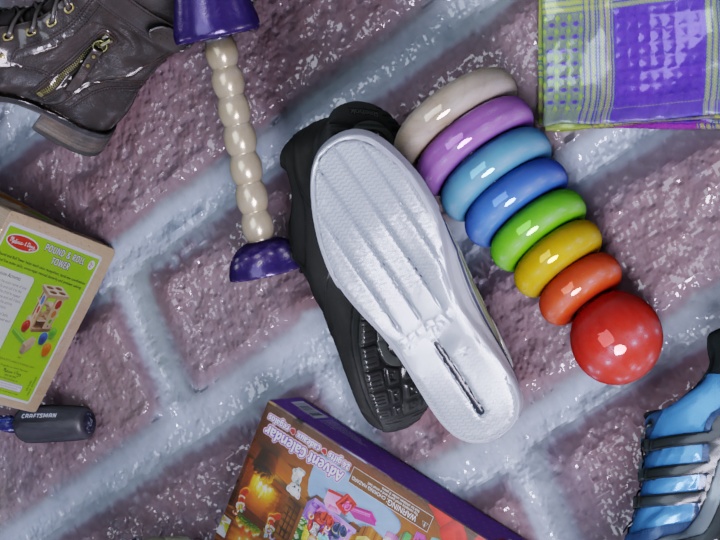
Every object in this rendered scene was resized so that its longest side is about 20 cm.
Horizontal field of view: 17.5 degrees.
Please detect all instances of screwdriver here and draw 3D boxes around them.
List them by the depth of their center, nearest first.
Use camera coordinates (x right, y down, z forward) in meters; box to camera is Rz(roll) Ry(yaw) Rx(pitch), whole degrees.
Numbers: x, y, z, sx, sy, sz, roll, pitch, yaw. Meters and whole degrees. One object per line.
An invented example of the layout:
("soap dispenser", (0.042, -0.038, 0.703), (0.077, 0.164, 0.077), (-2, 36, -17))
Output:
("screwdriver", (-0.267, 0.104, 1.625), (0.198, 0.028, 0.029), (2, 91, 31))

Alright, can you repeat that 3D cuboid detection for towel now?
("towel", (0.187, -0.153, 1.341), (0.199, 0.023, 0.145), (0, 90, 33))

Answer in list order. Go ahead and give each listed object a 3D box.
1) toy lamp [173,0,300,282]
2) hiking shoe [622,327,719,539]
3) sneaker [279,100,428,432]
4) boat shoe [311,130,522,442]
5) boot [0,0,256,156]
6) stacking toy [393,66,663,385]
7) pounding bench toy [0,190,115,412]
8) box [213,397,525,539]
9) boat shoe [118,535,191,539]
("toy lamp", (-0.078, -0.096, 1.469), (0.058, 0.058, 0.202), (-10, 97, 32))
("hiking shoe", (0.186, 0.122, 1.316), (0.087, 0.074, 0.201), (44, 102, 33))
("sneaker", (0.000, 0.000, 1.438), (0.090, 0.075, 0.202), (-11, 88, 54))
("boat shoe", (0.030, 0.009, 1.363), (0.072, 0.062, 0.201), (-26, 102, 9))
("boot", (-0.189, -0.176, 1.508), (0.174, 0.199, 0.070), (-46, 33, 29))
("stacking toy", (0.104, -0.018, 1.363), (0.085, 0.085, 0.201), (-41, 73, 25))
("pounding bench toy", (-0.295, -0.010, 1.535), (0.155, 0.200, 0.125), (29, 93, 29))
("box", (0.001, 0.185, 1.446), (0.199, 0.039, 0.138), (30, 106, 30))
("boat shoe", (-0.122, 0.270, 1.510), (0.061, 0.072, 0.202), (-10, 97, -11))
